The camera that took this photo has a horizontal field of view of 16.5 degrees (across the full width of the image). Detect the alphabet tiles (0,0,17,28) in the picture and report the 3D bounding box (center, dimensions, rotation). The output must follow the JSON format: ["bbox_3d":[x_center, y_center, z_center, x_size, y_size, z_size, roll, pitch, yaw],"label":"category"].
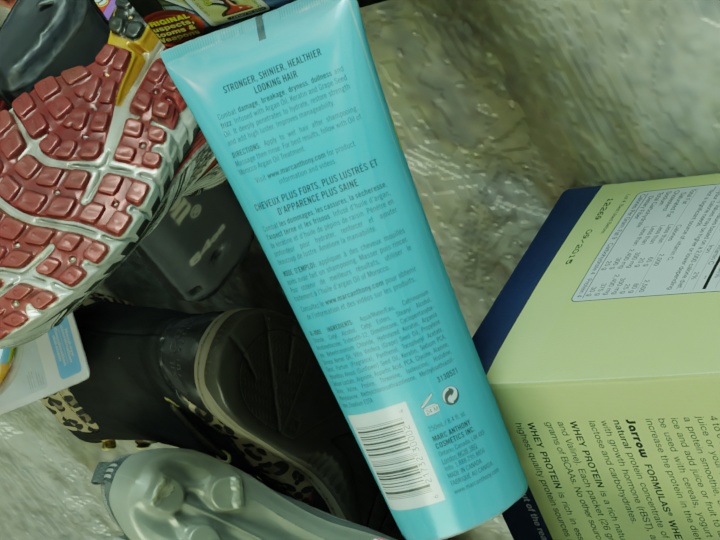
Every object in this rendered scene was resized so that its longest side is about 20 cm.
[{"bbox_3d":[-0.226,-0.137,0.999,0.195,0.015,0.200,35,142,-13],"label":"alphabet tiles"}]

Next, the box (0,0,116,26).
[{"bbox_3d":[-0.202,-0.114,1.059,0.137,0.039,0.200,37,142,-16],"label":"box"}]

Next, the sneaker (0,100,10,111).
[{"bbox_3d":[-0.187,-0.061,0.984,0.082,0.078,0.200,6,143,18],"label":"sneaker"}]

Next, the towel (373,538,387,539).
[{"bbox_3d":[0.091,0.165,0.947,0.199,0.030,0.147,12,150,11],"label":"towel"}]

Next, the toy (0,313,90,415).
[{"bbox_3d":[-0.211,0.022,1.175,0.200,0.047,0.116,-23,83,50],"label":"toy"}]

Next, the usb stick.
[{"bbox_3d":[-0.095,-0.049,1.026,0.033,0.056,0.200,23,163,29],"label":"usb stick"}]

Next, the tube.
[{"bbox_3d":[0.000,0.000,0.901,0.077,0.050,0.201,-20,101,14],"label":"tube"}]

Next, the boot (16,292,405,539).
[{"bbox_3d":[-0.059,0.071,1.175,0.150,0.073,0.200,8,159,38],"label":"boot"}]

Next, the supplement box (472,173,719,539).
[{"bbox_3d":[0.175,0.075,0.968,0.199,0.134,0.201,-5,124,35],"label":"supplement box"}]

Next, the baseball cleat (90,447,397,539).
[{"bbox_3d":[-0.032,0.135,1.137,0.200,0.070,0.106,37,168,-18],"label":"baseball cleat"}]

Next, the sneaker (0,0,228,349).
[{"bbox_3d":[-0.080,-0.045,0.949,0.078,0.200,0.082,35,167,29],"label":"sneaker"}]

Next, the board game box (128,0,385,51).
[{"bbox_3d":[0.008,-0.127,0.850,0.199,0.024,0.105,-14,153,14],"label":"board game box"}]
